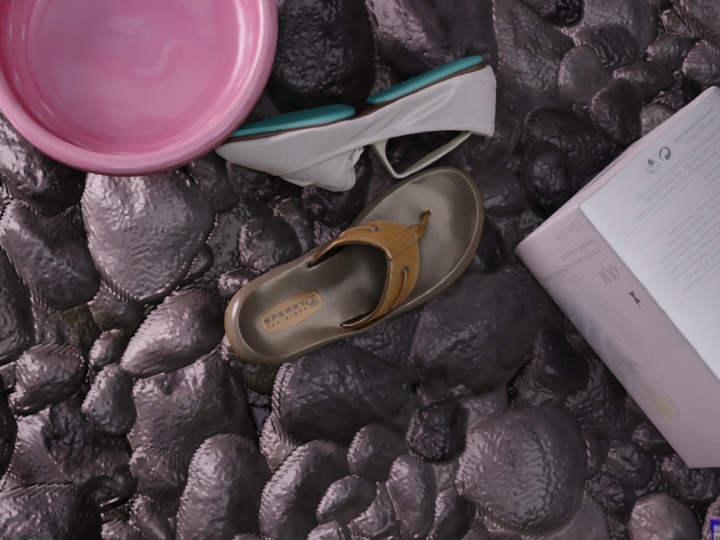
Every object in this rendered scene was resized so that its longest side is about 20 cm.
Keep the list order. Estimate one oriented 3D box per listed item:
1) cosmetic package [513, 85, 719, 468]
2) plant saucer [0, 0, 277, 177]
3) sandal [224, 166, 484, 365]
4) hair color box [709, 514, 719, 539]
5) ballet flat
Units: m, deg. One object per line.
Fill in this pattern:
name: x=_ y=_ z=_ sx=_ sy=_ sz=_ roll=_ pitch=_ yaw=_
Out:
cosmetic package: x=0.219 y=0.015 z=1.156 sx=0.123 sy=0.199 sz=0.200 roll=-40 pitch=88 yaw=-9
plant saucer: x=-0.154 y=-0.158 z=1.206 sx=0.198 sy=0.051 sz=0.203 roll=0 pitch=79 yaw=-1
sandal: x=0.000 y=0.000 z=1.209 sx=0.199 sy=0.054 sz=0.081 roll=-30 pitch=87 yaw=-8
hair color box: x=0.307 y=0.258 z=1.207 sx=0.108 sy=0.065 sz=0.202 roll=-7 pitch=86 yaw=-6
ballet flat: x=0.003 y=-0.089 z=1.219 sx=0.198 sy=0.069 sz=0.070 roll=-17 pitch=86 yaw=-9
